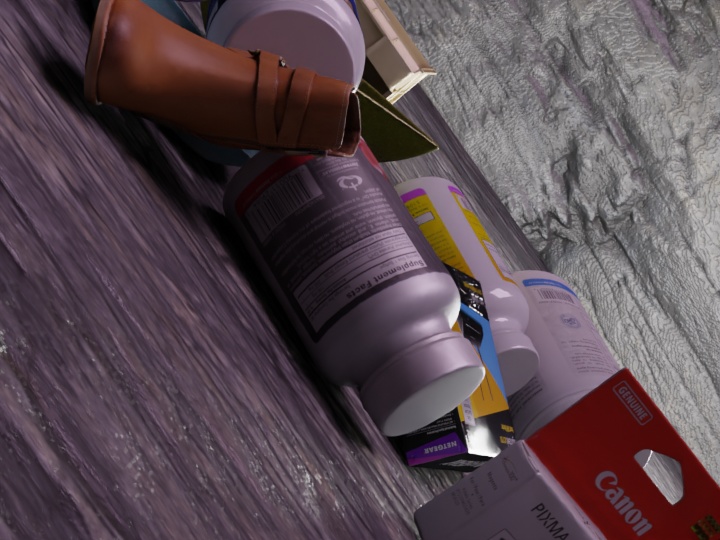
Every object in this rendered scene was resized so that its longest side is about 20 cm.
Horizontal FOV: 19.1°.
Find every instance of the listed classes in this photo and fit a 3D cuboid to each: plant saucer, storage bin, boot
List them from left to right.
[{"bbox_3d":[-0.137,-0.148,1.544,0.200,0.036,0.200,54,8,-12],"label":"plant saucer"},{"bbox_3d":[-0.082,-0.119,1.334,0.154,0.074,0.200,14,-2,11],"label":"boot"},{"bbox_3d":[-0.049,-0.166,1.831,0.199,0.048,0.200,33,8,-28],"label":"plant saucer"},{"bbox_3d":[-0.005,-0.300,2.681,0.200,0.094,0.199,55,9,0],"label":"storage bin"}]

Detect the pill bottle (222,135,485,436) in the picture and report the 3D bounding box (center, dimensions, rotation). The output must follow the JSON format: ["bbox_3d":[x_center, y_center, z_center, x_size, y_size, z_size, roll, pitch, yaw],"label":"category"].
[{"bbox_3d":[-0.001,0.008,1.439,0.200,0.111,0.111,58,9,20],"label":"pill bottle"}]

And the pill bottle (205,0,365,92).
[{"bbox_3d":[-0.055,-0.164,1.546,0.116,0.116,0.200,52,9,-18],"label":"pill bottle"}]

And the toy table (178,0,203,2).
[{"bbox_3d":[-0.138,-0.296,1.720,0.117,0.184,0.200,1,61,-59],"label":"toy table"}]

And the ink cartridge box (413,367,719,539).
[{"bbox_3d":[0.159,0.183,1.434,0.200,0.173,0.044,49,10,-34],"label":"ink cartridge box"}]

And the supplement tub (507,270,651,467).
[{"bbox_3d":[0.173,0.106,1.958,0.132,0.132,0.200,47,12,-42],"label":"supplement tub"}]

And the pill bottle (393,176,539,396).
[{"bbox_3d":[0.082,0.019,1.884,0.104,0.104,0.200,44,14,-53],"label":"pill bottle"}]

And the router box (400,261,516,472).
[{"bbox_3d":[0.064,0.073,1.603,0.200,0.051,0.150,22,55,-74],"label":"router box"}]
